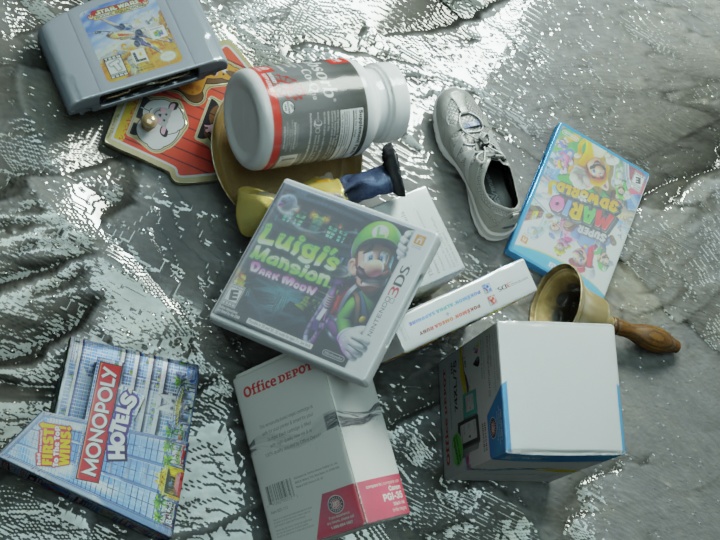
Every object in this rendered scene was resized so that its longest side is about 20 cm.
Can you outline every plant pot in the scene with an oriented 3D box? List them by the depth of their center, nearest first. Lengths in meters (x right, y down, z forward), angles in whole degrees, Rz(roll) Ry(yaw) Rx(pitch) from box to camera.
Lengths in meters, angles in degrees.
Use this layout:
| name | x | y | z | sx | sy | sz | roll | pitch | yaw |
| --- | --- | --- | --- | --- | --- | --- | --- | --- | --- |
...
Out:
| name | x | y | z | sx | sy | sz | roll | pitch | yaw |
| --- | --- | --- | --- | --- | --- | --- | --- | --- | --- |
| plant pot | -0.090 | -0.141 | 1.676 | 0.198 | 0.027 | 0.203 | 5 | 80 | -26 |

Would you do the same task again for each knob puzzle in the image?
| name | x | y | z | sx | sy | sz | roll | pitch | yaw |
| --- | --- | --- | --- | --- | --- | --- | --- | --- | --- |
| knob puzzle | -0.185 | -0.194 | 1.675 | 0.217 | 0.030 | 0.223 | 6 | 72 | -17 |

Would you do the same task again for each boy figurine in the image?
| name | x | y | z | sx | sy | sz | roll | pitch | yaw |
| --- | --- | --- | --- | --- | --- | --- | --- | --- | --- |
| boy figurine | -0.048 | -0.090 | 1.616 | 0.197 | 0.125 | 0.065 | -14 | 107 | 3 |

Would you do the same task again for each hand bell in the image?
| name | x | y | z | sx | sy | sz | roll | pitch | yaw |
| --- | --- | --- | --- | --- | --- | --- | --- | --- | --- |
| hand bell | 0.319 | 0.069 | 1.748 | 0.198 | 0.104 | 0.105 | 18 | 68 | -26 |

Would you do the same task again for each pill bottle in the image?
| name | x | y | z | sx | sy | sz | roll | pitch | yaw |
| --- | --- | --- | --- | --- | --- | --- | --- | --- | --- |
| pill bottle | -0.049 | -0.185 | 1.625 | 0.198 | 0.116 | 0.117 | -11 | 77 | -29 |

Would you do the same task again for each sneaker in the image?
| name | x | y | z | sx | sy | sz | roll | pitch | yaw |
| --- | --- | --- | --- | --- | --- | --- | --- | --- | --- |
| sneaker | 0.156 | -0.143 | 1.745 | 0.074 | 0.082 | 0.202 | -21 | 81 | -23 |

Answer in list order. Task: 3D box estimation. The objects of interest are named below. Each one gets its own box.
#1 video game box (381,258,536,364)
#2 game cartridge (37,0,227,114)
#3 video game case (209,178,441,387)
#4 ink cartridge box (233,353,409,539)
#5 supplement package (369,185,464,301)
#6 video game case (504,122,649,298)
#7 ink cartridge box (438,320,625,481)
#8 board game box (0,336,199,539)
| name | x | y | z | sx | sy | sz | roll | pitch | yaw |
| --- | --- | --- | --- | --- | --- | --- | --- | --- | --- |
| video game box | 0.081 | 0.058 | 1.595 | 0.181 | 0.200 | 0.047 | -26 | 87 | -23 |
| game cartridge | -0.271 | -0.266 | 1.648 | 0.198 | 0.042 | 0.134 | -20 | 71 | -18 |
| video game case | -0.038 | 0.009 | 1.499 | 0.198 | 0.023 | 0.183 | 20 | 71 | 24 |
| ink cartridge box | -0.045 | 0.190 | 1.532 | 0.082 | 0.146 | 0.203 | -1 | 72 | -49 |
| supplement package | 0.000 | 0.000 | 1.634 | 0.198 | 0.110 | 0.115 | -24 | 82 | -23 |
| video game case | 0.280 | -0.074 | 1.800 | 0.142 | 0.018 | 0.202 | 29 | 67 | -9 |
| ink cartridge box | 0.190 | 0.154 | 1.601 | 0.144 | 0.200 | 0.149 | 2 | 73 | -16 |
| board game box | -0.285 | 0.174 | 1.512 | 0.197 | 0.062 | 0.203 | 14 | 70 | -15 |
